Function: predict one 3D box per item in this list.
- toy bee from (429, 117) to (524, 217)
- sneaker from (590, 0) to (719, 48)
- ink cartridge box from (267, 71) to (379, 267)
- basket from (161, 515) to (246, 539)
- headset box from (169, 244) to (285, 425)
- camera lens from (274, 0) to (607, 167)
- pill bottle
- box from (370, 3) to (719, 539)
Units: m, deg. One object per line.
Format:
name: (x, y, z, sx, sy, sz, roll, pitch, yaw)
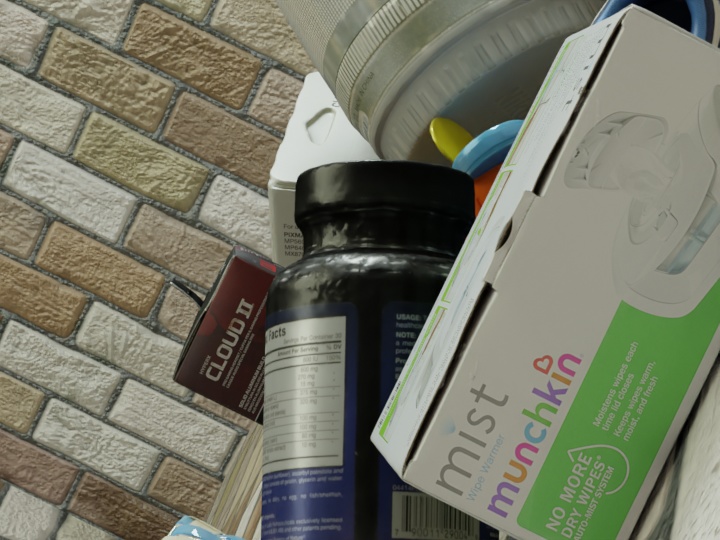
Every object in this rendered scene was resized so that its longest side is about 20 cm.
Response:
toy bee: (0.097, -0.026, 1.312, 0.109, 0.199, 0.132, 36, -138, -67)
sneaker: (0.111, -0.054, 1.189, 0.082, 0.073, 0.201, 63, -133, -63)
ink cartridge box: (0.000, 0.000, 1.585, 0.145, 0.083, 0.201, -73, -17, -57)
basket: (-0.088, 0.246, 1.428, 0.200, 0.175, 0.140, -48, -24, -47)
headset box: (-0.013, 0.055, 1.377, 0.075, 0.199, 0.149, -63, 3, 1)
camera lens: (0.037, -0.162, 1.428, 0.159, 0.201, 0.160, -27, -22, -12)
pill bottle: (0.010, 0.056, 1.211, 0.112, 0.111, 0.202, 131, 142, -76)
box: (0.089, 0.006, 1.061, 0.201, 0.096, 0.176, -64, 4, -2)
